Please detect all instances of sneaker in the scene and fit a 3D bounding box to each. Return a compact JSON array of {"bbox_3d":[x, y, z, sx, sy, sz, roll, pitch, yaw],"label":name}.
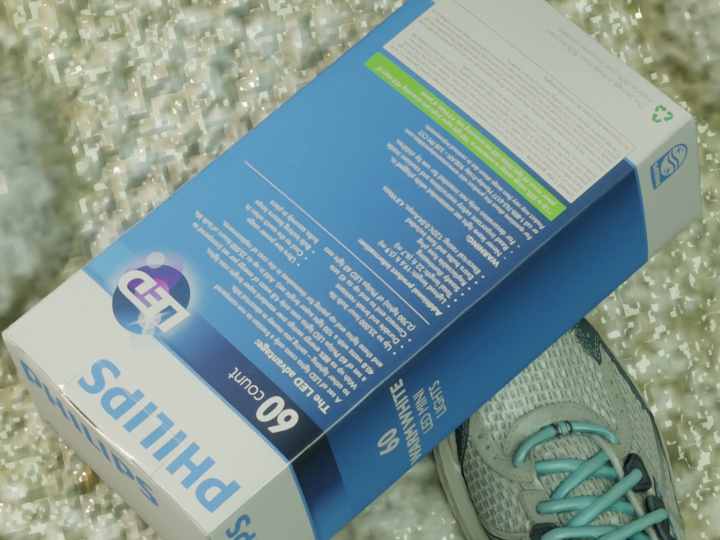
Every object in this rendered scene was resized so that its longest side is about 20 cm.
[{"bbox_3d":[0.084,0.097,0.919,0.077,0.086,0.200,-18,87,-15],"label":"sneaker"}]

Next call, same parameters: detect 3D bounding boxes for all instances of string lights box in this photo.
[{"bbox_3d":[0.000,0.000,0.902,0.200,0.059,0.103,-40,60,-15],"label":"string lights box"}]
